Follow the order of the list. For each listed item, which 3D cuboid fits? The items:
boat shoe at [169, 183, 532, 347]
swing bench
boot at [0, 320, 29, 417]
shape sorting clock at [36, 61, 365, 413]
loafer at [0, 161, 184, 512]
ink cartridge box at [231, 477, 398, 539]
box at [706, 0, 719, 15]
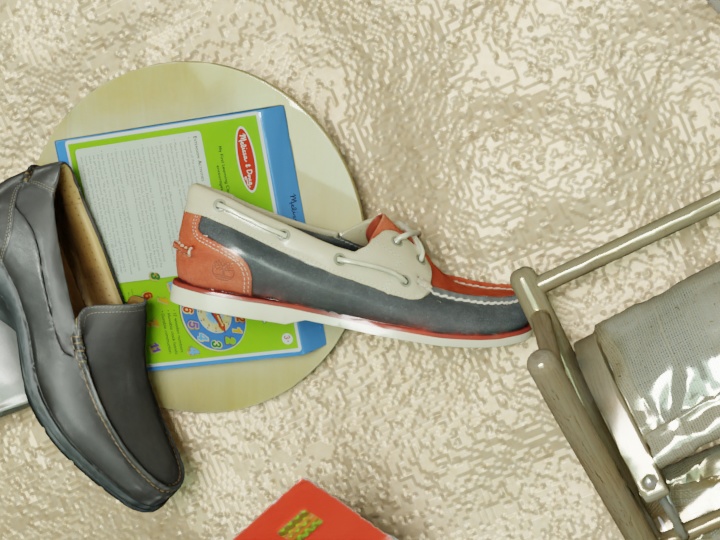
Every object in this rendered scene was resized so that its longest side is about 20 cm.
[{"bbox_3d":[0.000,0.000,0.756,0.199,0.071,0.063,9,94,-10],"label":"boat shoe"},{"bbox_3d":[0.206,0.064,0.705,0.198,0.130,0.201,-25,107,11],"label":"swing bench"},{"bbox_3d":[-0.279,0.006,0.844,0.181,0.073,0.201,-17,96,14],"label":"boot"},{"bbox_3d":[-0.094,-0.017,0.811,0.199,0.039,0.201,3,103,14],"label":"shape sorting clock"},{"bbox_3d":[-0.147,0.036,0.779,0.072,0.073,0.201,-30,93,19],"label":"loafer"},{"bbox_3d":[-0.016,0.214,0.748,0.162,0.050,0.200,-42,127,11],"label":"ink cartridge box"},{"bbox_3d":[0.200,-0.194,0.658,0.131,0.200,0.199,-42,85,9],"label":"box"}]
